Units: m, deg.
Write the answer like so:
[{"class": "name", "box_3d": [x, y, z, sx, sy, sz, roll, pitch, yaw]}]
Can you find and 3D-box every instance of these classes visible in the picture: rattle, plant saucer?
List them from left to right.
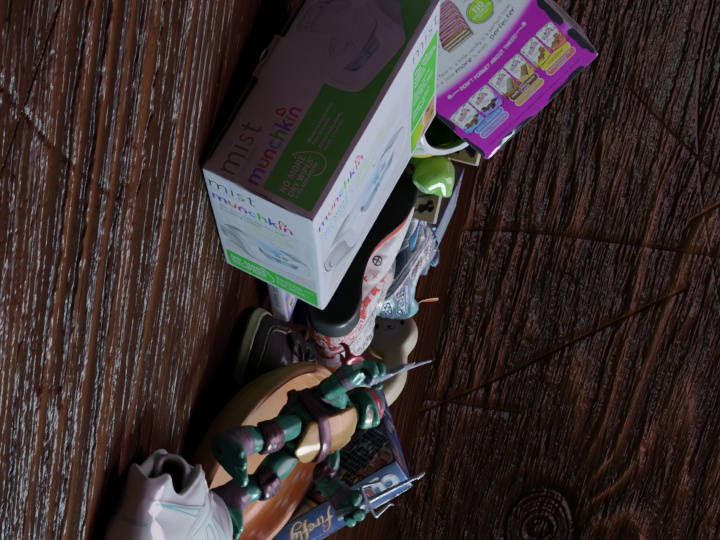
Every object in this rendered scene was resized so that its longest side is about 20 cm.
[{"class": "plant saucer", "box_3d": [-0.091, 0.165, 1.324, 0.200, 0.037, 0.200, -43, 149, -34]}, {"class": "rattle", "box_3d": [0.003, 0.056, 1.649, 0.200, 0.130, 0.143, -45, 131, -19]}]

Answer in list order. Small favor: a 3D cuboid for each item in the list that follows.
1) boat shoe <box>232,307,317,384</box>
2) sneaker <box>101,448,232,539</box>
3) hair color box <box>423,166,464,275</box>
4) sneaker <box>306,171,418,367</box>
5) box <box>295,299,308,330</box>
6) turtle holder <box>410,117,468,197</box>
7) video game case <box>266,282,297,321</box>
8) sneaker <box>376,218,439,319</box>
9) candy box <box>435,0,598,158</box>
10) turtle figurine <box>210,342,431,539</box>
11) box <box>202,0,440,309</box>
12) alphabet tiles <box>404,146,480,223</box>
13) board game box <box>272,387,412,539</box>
[{"class": "boat shoe", "box_3d": [-0.070, 0.084, 1.397, 0.201, 0.066, 0.072, 71, 37, -76]}, {"class": "sneaker", "box_3d": [-0.132, 0.172, 1.116, 0.200, 0.070, 0.080, 7, 95, -82]}, {"class": "hair color box", "box_3d": [0.061, -0.076, 1.927, 0.200, 0.099, 0.061, -63, 166, -58]}, {"class": "sneaker", "box_3d": [-0.001, 0.000, 1.514, 0.108, 0.067, 0.202, 93, 18, -58]}, {"class": "box", "box_3d": [-0.037, -0.032, 1.551, 0.200, 0.032, 0.121, 88, 19, -63]}, {"class": "turtle holder", "box_3d": [0.051, -0.161, 1.437, 0.132, 0.141, 0.186, 56, -47, 43]}, {"class": "video game case", "box_3d": [-0.057, -0.062, 1.352, 0.200, 0.018, 0.143, 85, 21, -60]}, {"class": "sneaker", "box_3d": [0.044, -0.043, 1.608, 0.078, 0.086, 0.201, 6, -101, 61]}, {"class": "candy box", "box_3d": [0.084, -0.208, 1.290, 0.136, 0.200, 0.061, -43, -150, 17]}, {"class": "turtle figurine", "box_3d": [-0.031, 0.140, 1.253, 0.200, 0.101, 0.150, -22, 118, -32]}, {"class": "box", "box_3d": [-0.026, -0.102, 1.147, 0.200, 0.097, 0.177, -60, 169, -20]}, {"class": "alphabet tiles", "box_3d": [0.058, -0.155, 1.536, 0.008, 0.167, 0.201, 4, 100, -53]}, {"class": "board game box", "box_3d": [-0.028, 0.185, 1.490, 0.035, 0.135, 0.200, 57, 6, -21]}]
